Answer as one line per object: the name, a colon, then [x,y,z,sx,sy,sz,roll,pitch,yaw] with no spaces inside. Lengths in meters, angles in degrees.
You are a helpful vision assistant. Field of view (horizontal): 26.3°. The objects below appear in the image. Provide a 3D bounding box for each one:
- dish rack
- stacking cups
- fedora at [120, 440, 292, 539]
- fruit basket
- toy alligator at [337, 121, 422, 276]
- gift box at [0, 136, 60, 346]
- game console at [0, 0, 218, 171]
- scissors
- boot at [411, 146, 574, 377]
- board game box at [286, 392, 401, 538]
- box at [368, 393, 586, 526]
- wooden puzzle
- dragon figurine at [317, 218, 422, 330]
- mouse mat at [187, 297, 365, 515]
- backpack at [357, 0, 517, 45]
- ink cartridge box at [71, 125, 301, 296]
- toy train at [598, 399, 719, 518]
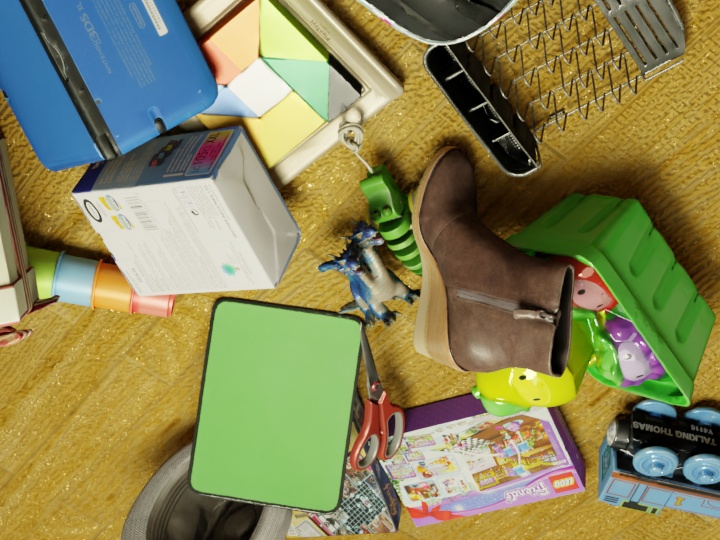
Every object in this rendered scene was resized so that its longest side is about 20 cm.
dish rack: [0.170,-0.185,1.308,0.199,0.055,0.154,-27,121,27]
stacking cups: [-0.283,0.014,1.540,0.197,0.061,0.061,13,130,-4]
fedora: [-0.146,0.269,1.622,0.201,0.176,0.090,-52,142,-4]
fruit basket: [0.199,0.057,1.407,0.216,0.216,0.155,50,159,-28]
toy alligator: [0.030,-0.052,1.420,0.059,0.055,0.200,-16,134,27]
gift box: [-0.383,-0.018,1.414,0.182,0.200,0.190,-9,96,0]
game console: [-0.245,-0.205,1.354,0.169,0.118,0.202,-29,108,-7]
scissors: [0.018,0.118,1.532,0.014,0.073,0.202,33,136,37]
boot: [0.123,-0.009,1.361,0.165,0.203,0.072,3,178,44]
board game box: [-0.046,0.206,1.665,0.134,0.035,0.202,-5,128,19]
box: [0.124,0.194,1.630,0.198,0.039,0.138,-15,124,20]
wooden puzzle: [-0.089,-0.166,1.375,0.199,0.037,0.185,-33,117,30]
dragon figurine: [0.000,0.000,1.454,0.059,0.200,0.100,-41,99,-9]
mouse mat: [-0.085,0.136,1.555,0.159,0.008,0.203,8,87,3]
backpack: [0.048,-0.282,1.186,0.199,0.151,0.178,36,128,-11]
ink cartridge box: [-0.173,-0.051,1.437,0.198,0.077,0.137,-5,130,31]
toy train: [0.339,0.199,1.576,0.197,0.087,0.115,12,139,-4]
